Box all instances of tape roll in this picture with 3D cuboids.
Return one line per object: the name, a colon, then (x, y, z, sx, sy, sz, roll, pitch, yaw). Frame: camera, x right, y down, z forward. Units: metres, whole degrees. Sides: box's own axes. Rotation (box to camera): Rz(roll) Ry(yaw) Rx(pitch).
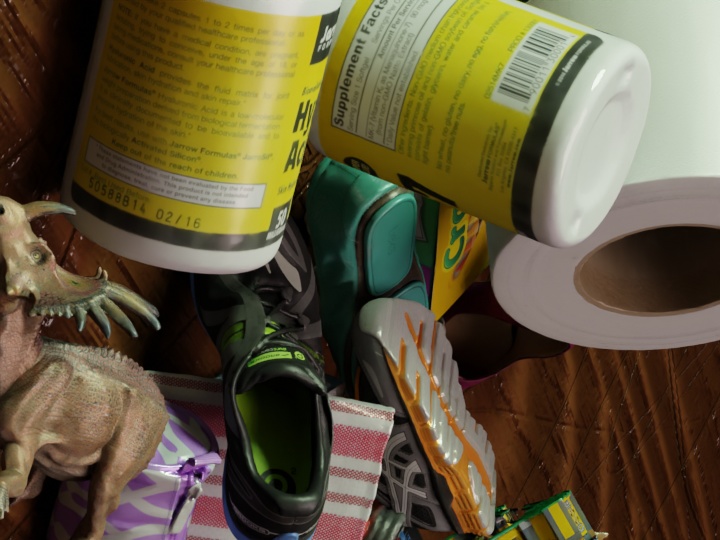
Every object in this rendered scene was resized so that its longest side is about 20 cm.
tape roll: (0.167, -0.060, 1.698, 0.203, 0.202, 0.140, 69, 15, -61)

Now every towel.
towel: (-0.073, 0.151, 1.662, 0.030, 0.146, 0.201, -115, -143, -65)

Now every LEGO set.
LEGO set: (0.086, 0.222, 1.868, 0.153, 0.116, 0.200, -30, -179, -25)

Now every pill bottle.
pill bottle: (0.040, -0.096, 1.567, 0.114, 0.199, 0.115, -49, 152, -38)
pill bottle: (-0.070, -0.109, 1.416, 0.111, 0.111, 0.201, -26, 134, -60)

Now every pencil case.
pencil case: (-0.125, 0.163, 1.592, 0.084, 0.085, 0.201, -23, 133, -52)

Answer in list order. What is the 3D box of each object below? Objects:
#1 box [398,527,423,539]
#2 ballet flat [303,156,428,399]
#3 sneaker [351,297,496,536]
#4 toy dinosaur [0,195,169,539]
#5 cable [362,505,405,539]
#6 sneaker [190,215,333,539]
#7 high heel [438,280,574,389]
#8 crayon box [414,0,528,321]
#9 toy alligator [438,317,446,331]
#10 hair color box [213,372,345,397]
box: (-0.022, 0.249, 1.980, 0.200, 0.050, 0.199, -61, 159, -17)
ballet flat: (0.000, 0.000, 1.748, 0.067, 0.070, 0.200, -33, 148, -22)
sneaker: (0.023, 0.092, 1.755, 0.200, 0.077, 0.078, 68, 23, -45)
toy dinosaur: (-0.134, 0.060, 1.430, 0.136, 0.086, 0.200, -54, 146, -5)
cable: (-0.020, 0.200, 1.796, 0.097, 0.050, 0.200, -48, 163, -31)
sneaker: (-0.044, 0.047, 1.582, 0.083, 0.070, 0.200, 132, -45, -64)
high heel: (0.081, 0.048, 1.898, 0.200, 0.067, 0.096, -49, -160, 45)
crayon box: (0.070, -0.093, 1.841, 0.173, 0.058, 0.201, -47, 151, -42)
toy alligator: (0.000, 0.110, 1.875, 0.200, 0.059, 0.054, -51, 154, -35)
hair color box: (-0.075, 0.156, 1.739, 0.100, 0.060, 0.201, -33, 140, -59)
